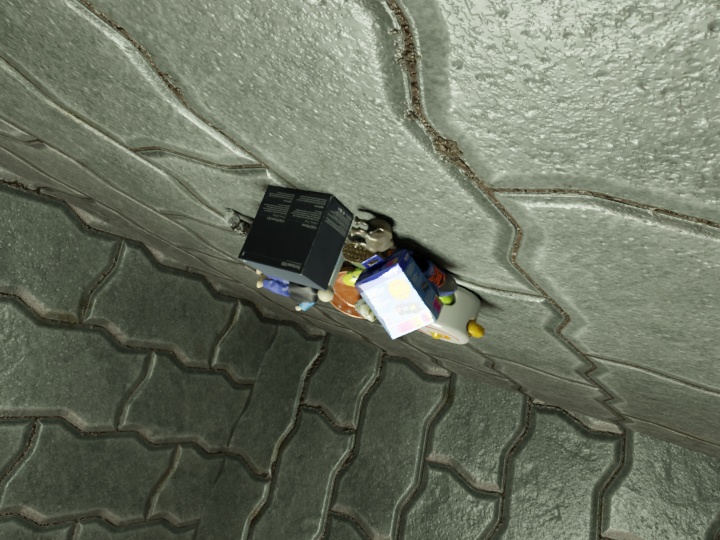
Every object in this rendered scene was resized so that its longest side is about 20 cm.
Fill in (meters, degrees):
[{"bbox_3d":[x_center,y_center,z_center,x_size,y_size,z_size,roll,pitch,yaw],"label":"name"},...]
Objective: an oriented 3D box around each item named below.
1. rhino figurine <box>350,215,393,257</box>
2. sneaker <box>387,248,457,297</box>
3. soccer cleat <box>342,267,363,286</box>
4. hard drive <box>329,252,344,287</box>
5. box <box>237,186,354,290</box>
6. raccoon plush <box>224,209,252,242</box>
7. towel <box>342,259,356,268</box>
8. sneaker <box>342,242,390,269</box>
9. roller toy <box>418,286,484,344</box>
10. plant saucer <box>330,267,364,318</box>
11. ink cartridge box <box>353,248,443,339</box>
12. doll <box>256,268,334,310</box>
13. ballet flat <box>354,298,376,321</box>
[{"bbox_3d":[0.032,-0.070,1.262,0.086,0.061,0.200,8,169,7],"label":"rhino figurine"},{"bbox_3d":[0.157,0.008,1.358,0.198,0.076,0.078,25,164,-23],"label":"sneaker"},{"bbox_3d":[0.050,0.034,1.497,0.196,0.085,0.065,-1,167,2],"label":"soccer cleat"},{"bbox_3d":[-0.146,-0.034,1.545,0.197,0.134,0.027,17,167,20],"label":"hard drive"},{"bbox_3d":[-0.144,-0.074,1.258,0.198,0.184,0.104,14,165,35],"label":"box"},{"bbox_3d":[-0.305,-0.108,1.690,0.201,0.096,0.134,51,178,5],"label":"raccoon plush"},{"bbox_3d":[0.000,0.000,1.598,0.197,0.023,0.144,17,150,9],"label":"towel"},{"bbox_3d":[0.046,-0.026,1.441,0.197,0.068,0.090,20,-179,-6],"label":"sneaker"},{"bbox_3d":[0.229,0.120,1.542,0.198,0.142,0.182,25,167,-20],"label":"roller toy"},{"bbox_3d":[-0.005,0.063,1.619,0.197,0.033,0.202,11,139,10],"label":"plant saucer"},{"bbox_3d":[0.080,0.043,1.306,0.135,0.077,0.201,-27,106,31],"label":"ink cartridge box"},{"bbox_3d":[-0.155,0.031,1.347,0.197,0.048,0.138,17,123,18],"label":"doll"},{"bbox_3d":[0.050,0.106,1.557,0.198,0.073,0.072,-13,148,38],"label":"ballet flat"}]
